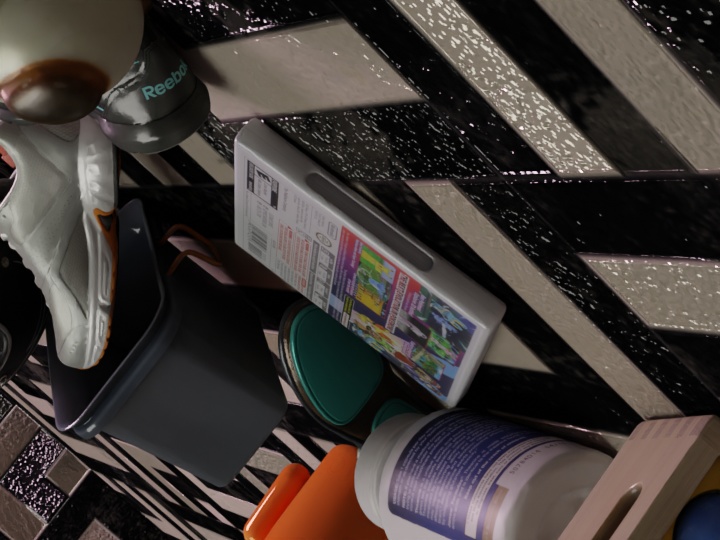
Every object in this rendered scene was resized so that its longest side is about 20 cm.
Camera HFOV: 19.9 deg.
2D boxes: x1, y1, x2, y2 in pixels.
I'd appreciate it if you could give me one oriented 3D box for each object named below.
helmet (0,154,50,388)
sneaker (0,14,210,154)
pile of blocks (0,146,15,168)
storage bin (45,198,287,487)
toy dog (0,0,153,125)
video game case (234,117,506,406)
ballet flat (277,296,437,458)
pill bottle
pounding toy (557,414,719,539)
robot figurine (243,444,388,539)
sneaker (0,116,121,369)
[{"bbox_3d":[-0.314,0.000,1.505,0.199,0.200,0.192,29,153,31],"label":"helmet"},{"bbox_3d":[-0.167,-0.128,1.189,0.199,0.076,0.080,14,142,41],"label":"sneaker"},{"bbox_3d":[-0.234,-0.101,1.419,0.082,0.062,0.200,35,165,13],"label":"pile of blocks"},{"bbox_3d":[-0.130,0.053,1.482,0.134,0.146,0.200,33,-165,-25],"label":"storage bin"},{"bbox_3d":[-0.191,-0.166,1.030,0.193,0.140,0.200,-22,125,31],"label":"toy dog"},{"bbox_3d":[0.000,0.000,1.239,0.182,0.023,0.200,37,165,7],"label":"video game case"},{"bbox_3d":[-0.004,0.086,1.420,0.200,0.073,0.073,45,164,-32],"label":"ballet flat"},{"bbox_3d":[0.081,0.150,1.315,0.111,0.111,0.199,46,164,-28],"label":"pill bottle"},{"bbox_3d":[0.185,0.211,1.070,0.184,0.201,0.142,40,165,-8],"label":"pounding toy"},{"bbox_3d":[-0.012,0.214,1.556,0.143,0.201,0.117,39,165,-6],"label":"robot figurine"},{"bbox_3d":[-0.206,-0.026,1.364,0.076,0.091,0.202,-96,10,-60],"label":"sneaker"}]
